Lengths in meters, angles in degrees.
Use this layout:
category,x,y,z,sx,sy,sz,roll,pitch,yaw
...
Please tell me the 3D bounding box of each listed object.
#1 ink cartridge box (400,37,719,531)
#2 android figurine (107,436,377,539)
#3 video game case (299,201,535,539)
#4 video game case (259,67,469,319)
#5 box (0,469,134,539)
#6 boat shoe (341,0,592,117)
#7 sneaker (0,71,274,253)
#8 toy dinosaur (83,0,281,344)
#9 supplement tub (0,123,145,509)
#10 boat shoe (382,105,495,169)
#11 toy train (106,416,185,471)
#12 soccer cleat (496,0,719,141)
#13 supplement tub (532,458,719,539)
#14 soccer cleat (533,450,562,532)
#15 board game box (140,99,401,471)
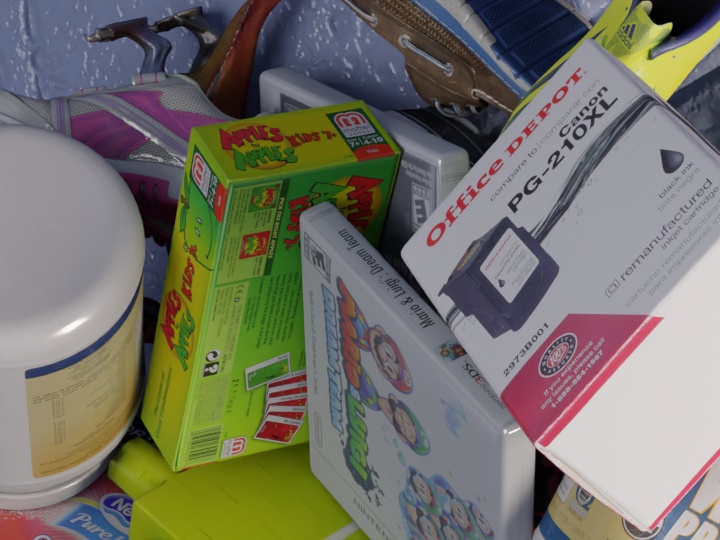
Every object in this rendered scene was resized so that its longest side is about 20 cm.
category,x,y,z,sx,sy,sz,roll,pitch,yaw
ink cartridge box,0.117,0.001,1.284,0.145,0.084,0.200,-48,30,8
android figurine,-0.041,0.149,1.538,0.200,0.182,0.041,38,136,25
video game case,0.027,0.090,1.434,0.182,0.024,0.201,47,152,37
video game case,0.000,0.000,1.517,0.200,0.023,0.183,29,125,56
box,-0.148,0.188,1.583,0.199,0.095,0.100,30,134,26
boat shoe,0.062,-0.123,1.499,0.200,0.072,0.073,45,136,20
sneaker,-0.125,-0.066,1.548,0.199,0.089,0.082,18,149,8
toy dinosaur,-0.105,-0.055,1.603,0.199,0.105,0.183,-15,91,34
supplement tub,-0.187,0.030,1.509,0.144,0.144,0.200,47,156,21
boat shoe,0.076,-0.027,1.479,0.200,0.067,0.072,42,138,42
toy train,-0.132,0.137,1.664,0.199,0.085,0.115,20,117,33
soccer cleat,0.126,-0.097,1.391,0.065,0.084,0.200,38,84,9
supplement tub,0.183,0.089,1.350,0.144,0.144,0.201,31,100,29
soccer cleat,0.063,0.095,1.528,0.086,0.070,0.202,-6,88,47
board game box,-0.050,0.010,1.482,0.048,0.101,0.201,53,143,39
